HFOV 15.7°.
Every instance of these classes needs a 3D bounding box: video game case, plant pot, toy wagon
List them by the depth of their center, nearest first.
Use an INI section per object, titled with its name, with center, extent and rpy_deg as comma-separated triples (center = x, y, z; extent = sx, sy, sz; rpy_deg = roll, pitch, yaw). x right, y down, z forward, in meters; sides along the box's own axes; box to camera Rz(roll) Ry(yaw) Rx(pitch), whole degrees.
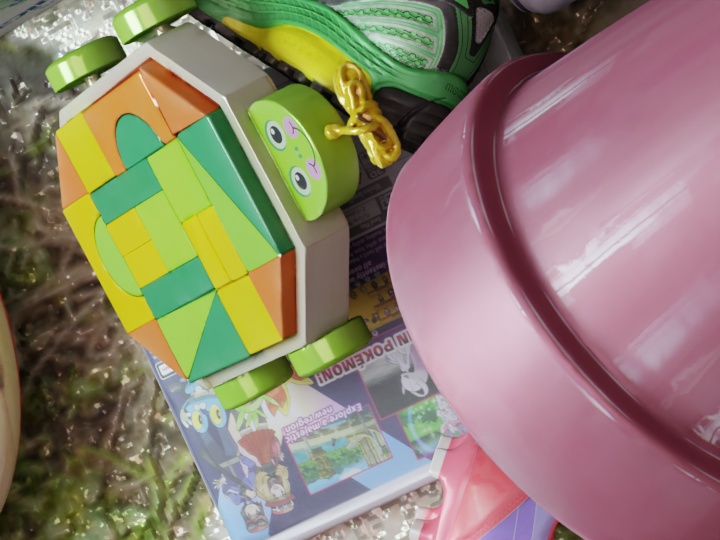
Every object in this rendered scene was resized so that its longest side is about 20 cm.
[plant pot]
center = 0.138, -0.021, 0.884
extent = 0.200, 0.200, 0.179
rpy_deg = 49, 126, 6
[toy wagon]
center = -0.052, -0.030, 0.991
extent = 0.156, 0.039, 0.200
rpy_deg = 62, 149, -2
[video game case]
center = 0.000, 0.000, 1.070
extent = 0.199, 0.023, 0.183
rpy_deg = -25, 88, 17

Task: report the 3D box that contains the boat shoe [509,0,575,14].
[boat shoe]
center = 0.026, -0.184, 1.020
extent = 0.067, 0.073, 0.201
rpy_deg = -24, 77, 22

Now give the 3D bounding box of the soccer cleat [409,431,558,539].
[soccer cleat]
center = 0.043, 0.160, 1.040
extent = 0.076, 0.067, 0.201
rpy_deg = 15, 99, 6

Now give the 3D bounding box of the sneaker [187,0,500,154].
[sneaker]
center = -0.018, -0.118, 1.017
extent = 0.200, 0.078, 0.085
rpy_deg = 34, 93, 37

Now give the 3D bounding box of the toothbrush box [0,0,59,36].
[toothbrush box]
center = -0.193, -0.163, 1.017
extent = 0.085, 0.200, 0.147
rpy_deg = -28, 87, 17

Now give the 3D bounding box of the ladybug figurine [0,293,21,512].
[ladybug figurine]
center = -0.204, 0.042, 1.111
extent = 0.135, 0.072, 0.201
rpy_deg = -8, 93, 17
